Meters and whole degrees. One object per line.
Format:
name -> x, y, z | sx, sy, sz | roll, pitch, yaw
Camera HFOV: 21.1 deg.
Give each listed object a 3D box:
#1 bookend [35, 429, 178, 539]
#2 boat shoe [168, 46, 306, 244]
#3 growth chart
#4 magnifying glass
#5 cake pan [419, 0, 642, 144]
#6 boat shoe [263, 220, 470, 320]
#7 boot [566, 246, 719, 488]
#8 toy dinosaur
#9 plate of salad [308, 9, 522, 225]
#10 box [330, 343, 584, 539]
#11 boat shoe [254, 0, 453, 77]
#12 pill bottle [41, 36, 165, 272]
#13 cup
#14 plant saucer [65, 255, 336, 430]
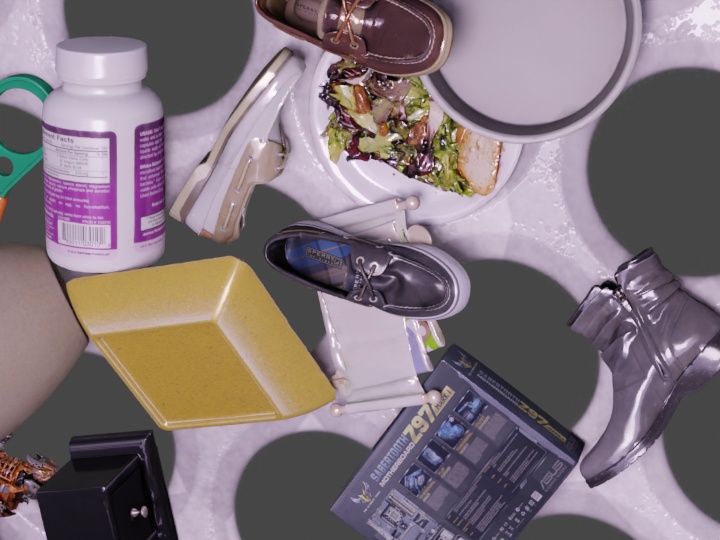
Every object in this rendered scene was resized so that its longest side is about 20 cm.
bookend -> -0.253, 0.283, 1.847 | 0.091, 0.199, 0.202 | -6, 104, 19
boat shoe -> -0.097, -0.111, 1.755 | 0.068, 0.075, 0.200 | 33, 119, -4
growth chart -> 0.016, 0.035, 1.762 | 0.144, 0.018, 0.202 | -4, 98, 35
magnifying glass -> -0.341, -0.094, 1.852 | 0.079, 0.022, 0.201 | 25, 110, 6
cake pan -> 0.141, -0.209, 1.654 | 0.198, 0.037, 0.202 | 1, 95, 10
boat shoe -> 0.000, 0.000, 1.716 | 0.199, 0.066, 0.070 | 21, 110, 29
boot -> 0.232, 0.085, 1.731 | 0.131, 0.070, 0.200 | 40, 100, 2
toy dinosaur -> -0.394, 0.225, 1.942 | 0.199, 0.102, 0.137 | 2, 93, 33
plate of salad -> 0.047, -0.134, 1.718 | 0.198, 0.048, 0.202 | 5, 109, 14
box -> 0.089, 0.193, 1.806 | 0.157, 0.051, 0.201 | 36, 113, 2
boat shoe -> -0.010, -0.211, 1.652 | 0.199, 0.072, 0.073 | 25, 108, 39
pill bottle -> -0.234, -0.108, 1.768 | 0.111, 0.112, 0.202 | 6, 108, 13
cup -> -0.340, 0.053, 1.821 | 0.142, 0.200, 0.201 | -25, 100, -5
plant saucer -> -0.151, 0.081, 1.773 | 0.199, 0.049, 0.200 | -8, 135, 29
